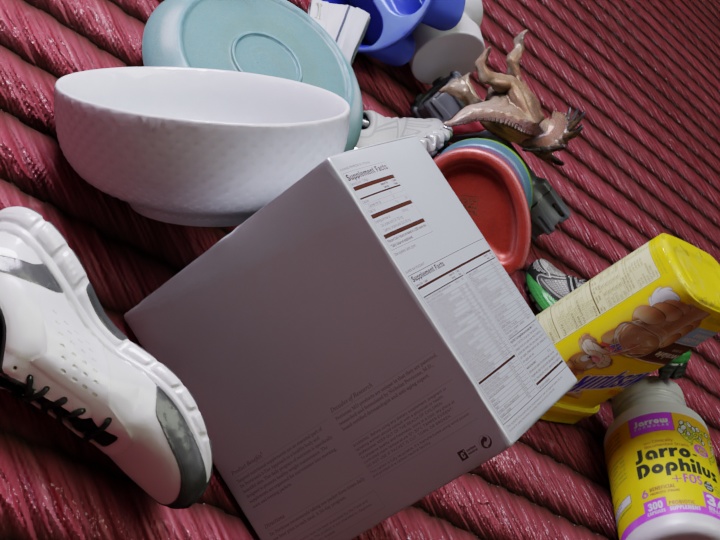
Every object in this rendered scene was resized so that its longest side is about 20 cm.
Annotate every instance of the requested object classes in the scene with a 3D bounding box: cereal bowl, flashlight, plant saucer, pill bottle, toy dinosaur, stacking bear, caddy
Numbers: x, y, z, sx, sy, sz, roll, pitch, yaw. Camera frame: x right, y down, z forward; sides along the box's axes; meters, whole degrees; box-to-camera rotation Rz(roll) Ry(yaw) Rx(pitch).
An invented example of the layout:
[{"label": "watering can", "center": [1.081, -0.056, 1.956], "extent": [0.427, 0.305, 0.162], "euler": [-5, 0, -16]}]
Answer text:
[{"label": "cereal bowl", "center": [-0.108, -0.081, 0.898], "extent": [0.200, 0.199, 0.084], "euler": [-28, 127, -62]}, {"label": "flashlight", "center": [0.137, -0.118, 1.422], "extent": [0.200, 0.068, 0.068], "euler": [51, -7, -17]}, {"label": "plant saucer", "center": [-0.081, -0.164, 1.088], "extent": [0.199, 0.027, 0.201], "euler": [18, 50, -23]}, {"label": "pill bottle", "center": [0.071, -0.306, 1.465], "extent": [0.113, 0.113, 0.201], "euler": [24, 41, -45]}, {"label": "toy dinosaur", "center": [0.158, -0.156, 1.327], "extent": [0.136, 0.086, 0.200], "euler": [54, 28, 1]}, {"label": "stacking bear", "center": [0.116, -0.074, 1.286], "extent": [0.200, 0.121, 0.114], "euler": [-42, 139, -74]}, {"label": "pill bottle", "center": [0.289, 0.197, 1.262], "extent": [0.104, 0.104, 0.201], "euler": [38, 31, -29]}, {"label": "caddy", "center": [0.018, -0.308, 1.355], "extent": [0.105, 0.141, 0.201], "euler": [17, 45, -54]}]

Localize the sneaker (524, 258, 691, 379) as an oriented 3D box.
[{"label": "sneaker", "center": [0.258, 0.033, 1.358], "extent": [0.199, 0.086, 0.078], "euler": [28, 14, 31]}]

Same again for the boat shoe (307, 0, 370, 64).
[{"label": "boat shoe", "center": [-0.045, -0.183, 1.212], "extent": [0.066, 0.074, 0.200], "euler": [20, 37, -1]}]

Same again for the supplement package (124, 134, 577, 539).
[{"label": "supplement package", "center": [-0.004, 0.051, 0.865], "extent": [0.201, 0.191, 0.147], "euler": [57, 27, 4]}]

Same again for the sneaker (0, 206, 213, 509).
[{"label": "sneaker", "center": [-0.165, 0.062, 0.748], "extent": [0.200, 0.074, 0.080], "euler": [49, 42, -1]}]

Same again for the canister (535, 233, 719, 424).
[{"label": "canister", "center": [0.238, 0.056, 1.233], "extent": [0.148, 0.200, 0.087], "euler": [16, 45, -50]}]

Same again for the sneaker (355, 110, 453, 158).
[{"label": "sneaker", "center": [0.027, -0.120, 1.243], "extent": [0.081, 0.075, 0.200], "euler": [44, 25, 4]}]
